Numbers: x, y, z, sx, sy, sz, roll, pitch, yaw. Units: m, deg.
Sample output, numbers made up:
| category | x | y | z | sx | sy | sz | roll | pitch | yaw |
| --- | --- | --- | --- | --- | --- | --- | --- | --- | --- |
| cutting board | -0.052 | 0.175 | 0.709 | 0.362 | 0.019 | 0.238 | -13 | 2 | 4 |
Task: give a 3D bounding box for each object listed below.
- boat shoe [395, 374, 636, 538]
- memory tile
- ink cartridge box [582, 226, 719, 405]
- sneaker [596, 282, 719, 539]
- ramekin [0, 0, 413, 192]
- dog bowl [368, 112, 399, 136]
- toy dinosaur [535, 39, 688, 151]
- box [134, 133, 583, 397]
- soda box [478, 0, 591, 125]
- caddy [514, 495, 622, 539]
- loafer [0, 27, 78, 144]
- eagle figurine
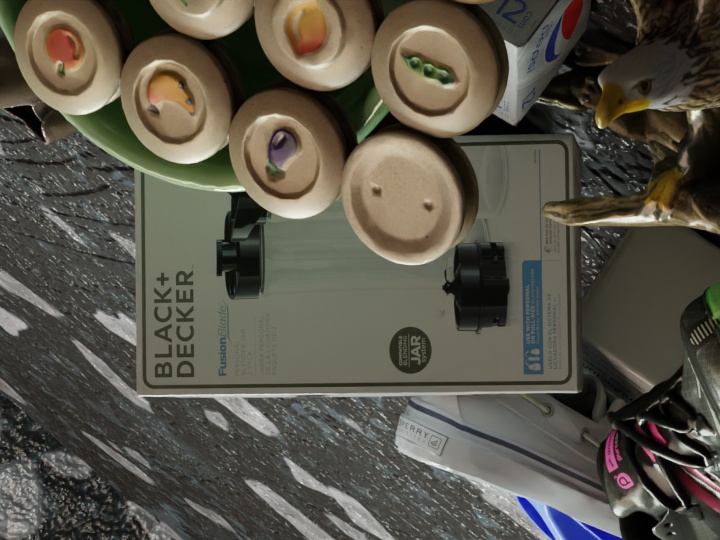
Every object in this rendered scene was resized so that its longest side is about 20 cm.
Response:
| category | x | y | z | sx | sy | sz | roll | pitch | yaw |
| --- | --- | --- | --- | --- | --- | --- | --- | --- | --- |
| boat shoe | 0.107 | 0.085 | 1.036 | 0.199 | 0.067 | 0.073 | 22 | -179 | -41 |
| memory tile | -0.037 | -0.099 | 0.762 | 0.199 | 0.017 | 0.154 | 24 | 119 | 19 |
| ink cartridge box | 0.169 | 0.066 | 1.121 | 0.144 | 0.084 | 0.200 | 35 | 163 | 6 |
| sneaker | 0.148 | 0.080 | 0.937 | 0.083 | 0.077 | 0.201 | -9 | 144 | -2 |
| ramekin | -0.043 | -0.140 | 0.819 | 0.198 | 0.098 | 0.202 | 10 | 113 | 25 |
| dog bowl | 0.001 | -0.037 | 1.077 | 0.199 | 0.074 | 0.200 | 24 | -165 | -7 |
| toy dinosaur | 0.153 | -0.051 | 0.923 | 0.200 | 0.058 | 0.101 | 38 | -179 | 24 |
| box | 0.000 | 0.000 | 0.954 | 0.198 | 0.118 | 0.060 | 0 | 179 | 9 |
| soda box | 0.003 | -0.148 | 0.915 | 0.199 | 0.064 | 0.068 | 32 | 161 | 17 |
| caddy | 0.188 | 0.174 | 1.337 | 0.200 | 0.105 | 0.141 | 39 | 164 | -8 |
| loafer | -0.152 | -0.100 | 1.048 | 0.199 | 0.072 | 0.073 | -1 | -161 | -34 |
| eagle figurine | 0.119 | -0.101 | 0.755 | 0.150 | 0.151 | 0.202 | -8 | 113 | 10 |
